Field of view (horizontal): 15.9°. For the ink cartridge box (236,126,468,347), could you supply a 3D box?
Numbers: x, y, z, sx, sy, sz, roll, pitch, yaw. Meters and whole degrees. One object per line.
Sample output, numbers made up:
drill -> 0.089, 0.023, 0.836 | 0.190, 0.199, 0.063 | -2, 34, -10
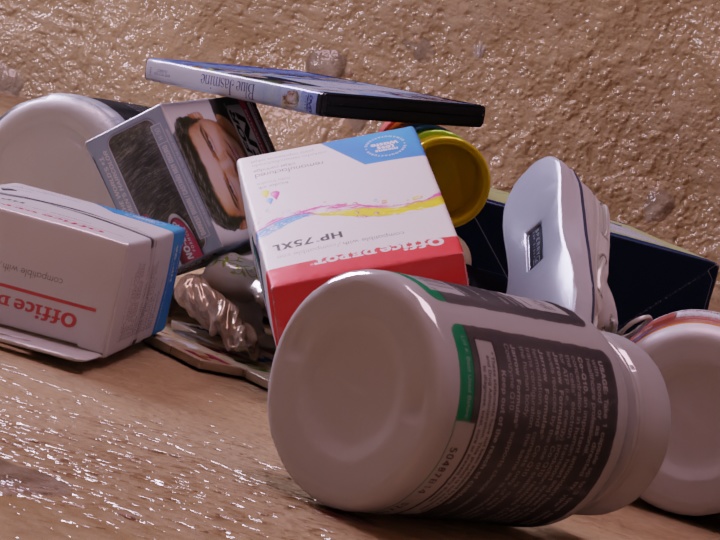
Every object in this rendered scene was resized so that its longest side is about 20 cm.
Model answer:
ink cartridge box -> -0.001, -0.002, 1.514 | 0.115, 0.068, 0.200 | -11, 31, -5

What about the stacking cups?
stacking cups -> 0.047, -0.074, 1.732 | 0.060, 0.061, 0.200 | 16, 9, -7

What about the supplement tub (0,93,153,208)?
supplement tub -> -0.178, -0.057, 1.793 | 0.122, 0.123, 0.200 | 18, 5, 16

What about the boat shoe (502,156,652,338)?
boat shoe -> 0.129, 0.025, 1.528 | 0.086, 0.075, 0.203 | 34, 34, -24

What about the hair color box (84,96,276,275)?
hair color box -> -0.104, -0.057, 1.693 | 0.060, 0.100, 0.200 | -25, -1, 16

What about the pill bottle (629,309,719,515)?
pill bottle -> 0.204, 0.082, 1.574 | 0.111, 0.113, 0.200 | 17, 4, 7

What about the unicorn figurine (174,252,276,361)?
unicorn figurine -> -0.044, 0.015, 1.641 | 0.137, 0.074, 0.200 | 25, 6, 33

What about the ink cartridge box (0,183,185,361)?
ink cartridge box -> -0.178, -0.002, 1.460 | 0.115, 0.068, 0.200 | 14, 6, 6

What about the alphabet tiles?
alphabet tiles -> -0.048, 0.059, 1.600 | 0.199, 0.008, 0.167 | 13, 6, -39

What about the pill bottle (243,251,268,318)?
pill bottle -> -0.064, -0.028, 1.920 | 0.112, 0.113, 0.200 | 15, 5, -17

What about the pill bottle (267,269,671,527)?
pill bottle -> 0.059, 0.067, 1.251 | 0.113, 0.114, 0.199 | 21, 6, 41

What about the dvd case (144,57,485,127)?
dvd case -> -0.032, -0.120, 1.732 | 0.142, 0.018, 0.199 | 2, 9, -40

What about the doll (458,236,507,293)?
doll -> 0.075, 0.037, 1.585 | 0.136, 0.049, 0.200 | 15, 29, -29

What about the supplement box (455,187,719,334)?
supplement box -> 0.117, 0.020, 1.837 | 0.199, 0.135, 0.200 | 15, 5, -15
